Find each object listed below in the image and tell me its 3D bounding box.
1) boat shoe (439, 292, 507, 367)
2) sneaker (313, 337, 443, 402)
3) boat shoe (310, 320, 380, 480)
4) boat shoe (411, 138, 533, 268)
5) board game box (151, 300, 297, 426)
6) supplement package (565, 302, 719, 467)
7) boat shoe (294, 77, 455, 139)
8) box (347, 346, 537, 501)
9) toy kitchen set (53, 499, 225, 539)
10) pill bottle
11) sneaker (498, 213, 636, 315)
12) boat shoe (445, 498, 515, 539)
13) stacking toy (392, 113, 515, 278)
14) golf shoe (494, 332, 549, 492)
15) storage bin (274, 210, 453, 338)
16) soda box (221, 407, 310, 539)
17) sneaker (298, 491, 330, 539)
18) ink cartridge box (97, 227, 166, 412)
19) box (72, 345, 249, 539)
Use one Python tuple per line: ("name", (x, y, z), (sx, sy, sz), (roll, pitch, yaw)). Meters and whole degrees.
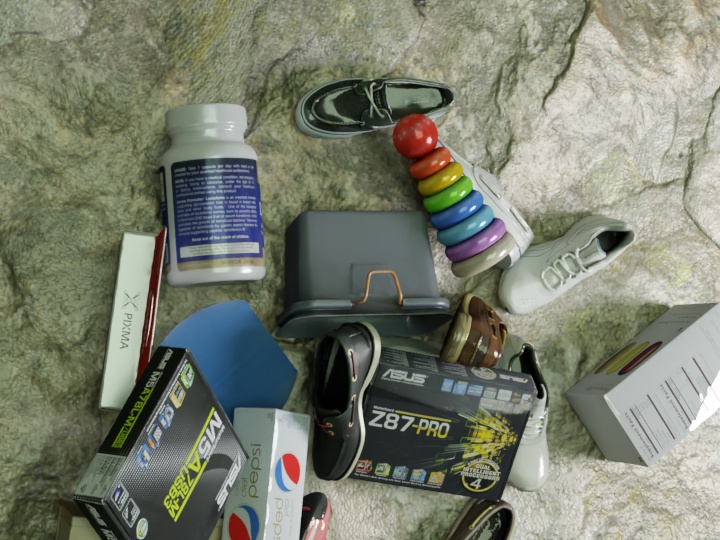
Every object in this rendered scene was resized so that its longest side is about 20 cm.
("boat shoe", (0.137, 0.078, 1.686), (0.067, 0.200, 0.072), (23, 101, 3))
("sneaker", (0.039, 0.130, 1.723), (0.199, 0.075, 0.089), (4, 99, -13))
("boat shoe", (-0.030, 0.154, 1.641), (0.063, 0.074, 0.203), (-13, 123, -44))
("boat shoe", (0.141, -0.097, 1.765), (0.200, 0.072, 0.066), (49, 63, -5))
("board game box", (-0.169, 0.119, 1.645), (0.158, 0.039, 0.200), (-41, 129, -9))
("supplement package", (0.379, 0.142, 1.796), (0.200, 0.114, 0.110), (-36, 98, -17))
("boat shoe", (0.020, -0.207, 1.734), (0.199, 0.071, 0.073), (-12, 89, -17))
("box", (0.092, 0.183, 1.693), (0.199, 0.049, 0.162), (12, 112, -11))
("toy kitchen set", (-0.237, 0.348, 1.553), (0.199, 0.180, 0.164), (8, 84, -17))
("pill bottle", (-0.172, -0.085, 1.641), (0.115, 0.116, 0.201), (-3, 87, -17))
("sneaker", (0.257, -0.013, 1.785), (0.200, 0.087, 0.075), (-35, 98, -16))
("boat shoe", (0.123, 0.364, 1.726), (0.072, 0.059, 0.201), (36, 76, -12))
("stacking toy", (0.102, -0.095, 1.692), (0.085, 0.085, 0.201), (-33, 99, -17))
("golf shoe", (0.196, 0.176, 1.746), (0.078, 0.097, 0.201), (-14, 91, -20))
("storage bin", (0.000, 0.000, 1.685), (0.199, 0.146, 0.135), (-1, 76, -17))
("soda box", (-0.109, 0.259, 1.625), (0.064, 0.068, 0.201), (18, 74, -50))
("sneaker", (-0.065, 0.360, 1.674), (0.086, 0.074, 0.201), (21, 82, -30))
("ink cartridge box", (-0.253, 0.056, 1.572), (0.044, 0.176, 0.201), (8, 83, -11))
("box", (-0.201, 0.214, 1.487), (0.201, 0.047, 0.194), (-63, 144, -37))
